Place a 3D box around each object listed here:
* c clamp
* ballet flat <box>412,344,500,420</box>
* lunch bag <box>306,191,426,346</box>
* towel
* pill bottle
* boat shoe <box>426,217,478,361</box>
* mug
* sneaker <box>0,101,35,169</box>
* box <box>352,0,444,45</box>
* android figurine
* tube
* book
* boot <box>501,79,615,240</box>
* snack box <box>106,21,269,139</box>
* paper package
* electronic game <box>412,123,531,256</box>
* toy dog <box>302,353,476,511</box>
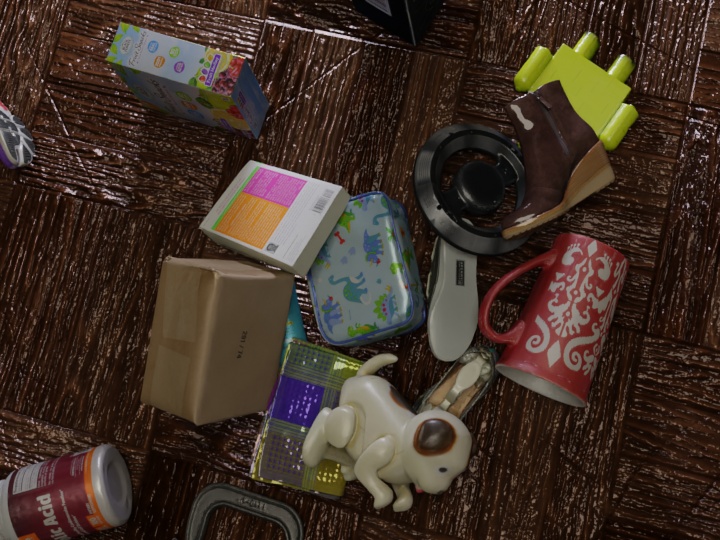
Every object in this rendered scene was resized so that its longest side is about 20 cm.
[{"bbox_3d":[-0.181,0.394,1.367,0.195,0.027,0.175,9,76,11],"label":"c clamp"},{"bbox_3d":[0.119,0.182,1.338,0.072,0.072,0.201,39,87,12],"label":"ballet flat"},{"bbox_3d":[0.000,0.000,1.370,0.158,0.082,0.204,-18,77,18],"label":"lunch bag"},{"bbox_3d":[-0.064,0.211,1.360,0.141,0.023,0.204,19,82,-10],"label":"towel"},{"bbox_3d":[-0.433,0.326,1.366,0.196,0.114,0.117,-16,78,5],"label":"pill bottle"},{"bbox_3d":[0.128,0.030,1.367,0.069,0.064,0.205,12,76,-13],"label":"boat shoe"},{"bbox_3d":[0.266,0.055,1.295,0.132,0.176,0.203,13,74,50],"label":"mug"},{"bbox_3d":[-0.584,-0.221,1.514,0.084,0.080,0.200,-48,68,11],"label":"sneaker"},{"bbox_3d":[0.075,-0.470,1.391,0.123,0.200,0.199,33,85,13],"label":"box"},{"bbox_3d":[0.306,-0.243,1.402,0.181,0.041,0.201,38,85,12],"label":"android figurine"},{"bbox_3d":[-0.107,0.102,1.398,0.076,0.050,0.205,-13,83,17],"label":"tube"},{"bbox_3d":[-0.122,-0.080,1.380,0.198,0.048,0.135,20,73,40],"label":"book"},{"bbox_3d":[0.239,-0.151,1.332,0.198,0.072,0.168,-31,85,-16],"label":"boot"},{"bbox_3d":[-0.248,-0.274,1.417,0.196,0.169,0.069,19,79,11],"label":"snack box"},{"bbox_3d":[-0.189,0.090,1.310,0.102,0.189,0.205,14,96,29],"label":"paper package"},{"bbox_3d":[0.166,-0.116,1.366,0.196,0.042,0.204,7,68,-17],"label":"electronic game"},{"bbox_3d":[0.057,0.223,1.276,0.197,0.140,0.197,13,69,37],"label":"toy dog"}]
